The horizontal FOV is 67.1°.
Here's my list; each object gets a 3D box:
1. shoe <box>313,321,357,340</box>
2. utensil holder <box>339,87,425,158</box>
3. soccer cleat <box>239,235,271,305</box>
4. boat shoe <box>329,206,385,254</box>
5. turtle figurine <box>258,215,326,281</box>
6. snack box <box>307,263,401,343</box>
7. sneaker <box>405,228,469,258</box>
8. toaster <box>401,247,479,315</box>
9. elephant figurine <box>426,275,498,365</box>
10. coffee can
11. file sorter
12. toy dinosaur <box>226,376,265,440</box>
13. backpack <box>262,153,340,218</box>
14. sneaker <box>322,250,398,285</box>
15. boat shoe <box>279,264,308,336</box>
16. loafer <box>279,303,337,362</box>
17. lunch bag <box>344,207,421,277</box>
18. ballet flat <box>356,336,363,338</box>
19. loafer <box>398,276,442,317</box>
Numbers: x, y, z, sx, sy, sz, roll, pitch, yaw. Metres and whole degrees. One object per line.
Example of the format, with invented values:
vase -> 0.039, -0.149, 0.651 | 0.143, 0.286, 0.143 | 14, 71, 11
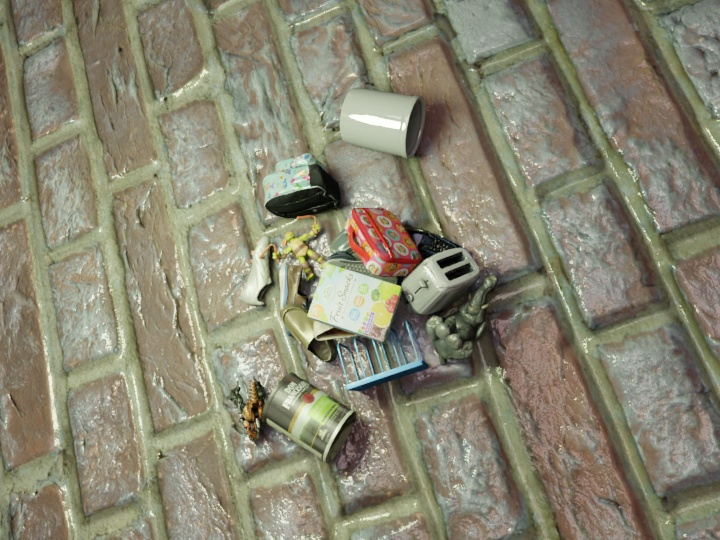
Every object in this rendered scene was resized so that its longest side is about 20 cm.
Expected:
shoe -> -0.024, 0.148, 1.393 | 0.198, 0.054, 0.070 | -7, 120, 4
utensil holder -> 0.063, -0.418, 1.529 | 0.199, 0.170, 0.171 | 16, 81, 19
soccer cleat -> -0.284, 0.002, 1.564 | 0.077, 0.069, 0.201 | 16, 88, 11
boat shoe -> -0.009, -0.112, 1.525 | 0.199, 0.062, 0.073 | -34, 72, 3
turtle figurine -> -0.176, -0.049, 1.547 | 0.200, 0.064, 0.162 | -37, 81, -13
snack box -> -0.013, 0.081, 1.337 | 0.199, 0.053, 0.143 | 17, 77, 10
sneaker -> 0.202, -0.060, 1.455 | 0.199, 0.078, 0.071 | 19, 82, 17
toaster -> 0.208, 0.023, 1.359 | 0.199, 0.129, 0.114 | -17, 68, -34
elephant figurine -> 0.272, 0.127, 1.376 | 0.200, 0.155, 0.142 | -44, 107, -26
coffee can -> -0.131, 0.376, 1.395 | 0.199, 0.146, 0.147 | 27, 84, 17
file sorter -> 0.055, 0.220, 1.392 | 0.199, 0.139, 0.124 | -20, 72, 8
toy dinosaur -> -0.280, 0.360, 1.434 | 0.201, 0.102, 0.136 | -61, 40, 25
backpack -> -0.175, -0.228, 1.533 | 0.199, 0.177, 0.152 | -19, 70, 18
sneaker -> 0.000, -0.002, 1.466 | 0.201, 0.146, 0.078 | 12, 97, -3
boat shoe -> -0.182, 0.083, 1.495 | 0.072, 0.072, 0.202 | -3, 100, 3
loafer -> -0.134, 0.168, 1.450 | 0.200, 0.067, 0.076 | 44, 87, -8
lunch bag -> 0.045, -0.074, 1.391 | 0.082, 0.175, 0.201 | -57, 48, 35
ballet flat -> -0.033, 0.091, 1.486 | 0.067, 0.068, 0.201 | -35, 82, -1
loafer -> 0.134, 0.054, 1.448 | 0.200, 0.068, 0.071 | 34, 76, 15
